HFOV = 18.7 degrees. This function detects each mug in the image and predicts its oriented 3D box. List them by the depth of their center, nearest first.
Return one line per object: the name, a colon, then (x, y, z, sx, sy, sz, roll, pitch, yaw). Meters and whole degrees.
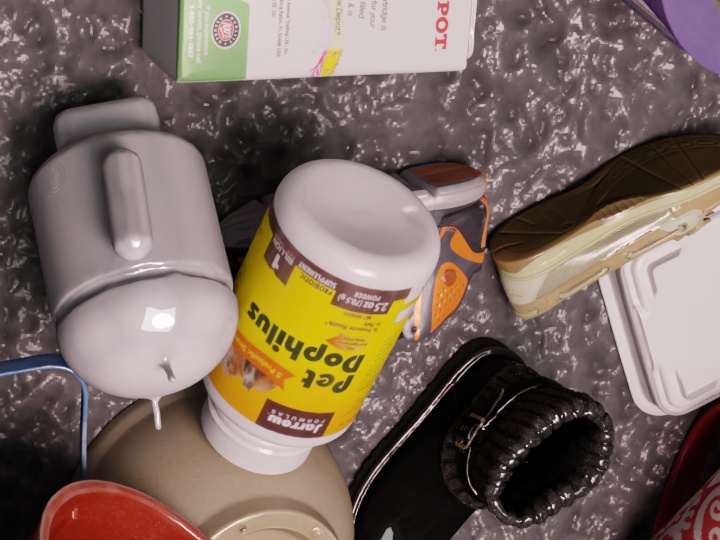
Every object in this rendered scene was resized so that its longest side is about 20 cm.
mug: (0.282, 0.207, 1.624, 0.133, 0.178, 0.200, 33, 126, -9)

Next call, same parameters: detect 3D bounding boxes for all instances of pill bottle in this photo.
pill bottle: (-0.033, 0.035, 1.380, 0.109, 0.109, 0.200, 6, 131, -25)

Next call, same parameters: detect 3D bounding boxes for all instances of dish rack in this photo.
dish rack: (0.281, 0.011, 1.619, 0.199, 0.044, 0.172, -25, 118, -12)

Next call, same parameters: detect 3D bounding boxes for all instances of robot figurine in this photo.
robot figurine: (-0.139, -0.007, 1.343, 0.112, 0.201, 0.170, -13, 155, -5)

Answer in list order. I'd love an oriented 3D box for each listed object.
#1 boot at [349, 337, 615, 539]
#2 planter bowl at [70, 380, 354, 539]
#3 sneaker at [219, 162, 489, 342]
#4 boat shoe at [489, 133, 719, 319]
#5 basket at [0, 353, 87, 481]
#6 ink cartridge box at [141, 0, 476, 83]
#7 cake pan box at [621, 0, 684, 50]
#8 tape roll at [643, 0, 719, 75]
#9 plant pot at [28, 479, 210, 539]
boot: (0.075, 0.154, 1.514, 0.079, 0.158, 0.212, 28, 96, -29)
planter bowl: (-0.086, 0.189, 1.470, 0.199, 0.135, 0.201, -9, 113, -21)
sneaker: (0.000, 0.000, 1.470, 0.199, 0.078, 0.112, -10, 112, -20)
boat shoe: (0.189, -0.033, 1.548, 0.200, 0.073, 0.063, -28, 124, -9)
basket: (-0.267, 0.141, 1.368, 0.199, 0.139, 0.177, -7, 117, -12)
ink cartridge box: (-0.031, -0.201, 1.377, 0.199, 0.084, 0.145, -5, 111, -22)
cake pan box: (0.231, -0.257, 1.470, 0.200, 0.052, 0.185, 29, 97, -43)
tape roll: (0.265, -0.226, 1.388, 0.199, 0.085, 0.201, -10, 126, -14)
plant pot: (-0.177, 0.265, 1.319, 0.201, 0.201, 0.195, 35, 114, -30)
